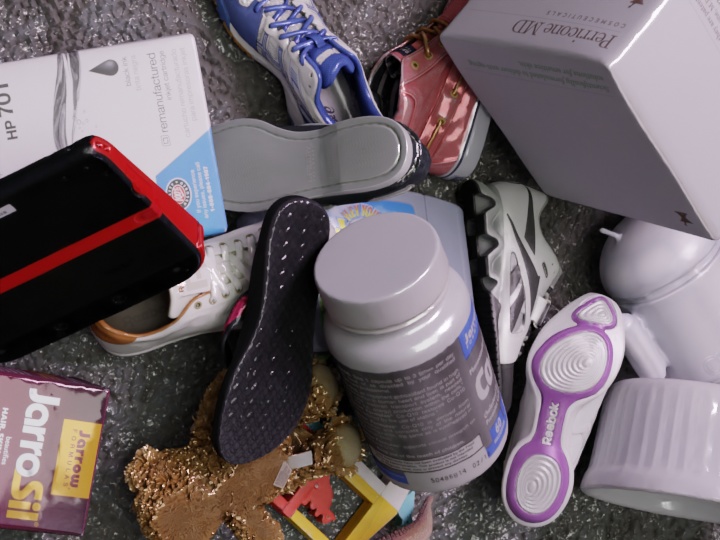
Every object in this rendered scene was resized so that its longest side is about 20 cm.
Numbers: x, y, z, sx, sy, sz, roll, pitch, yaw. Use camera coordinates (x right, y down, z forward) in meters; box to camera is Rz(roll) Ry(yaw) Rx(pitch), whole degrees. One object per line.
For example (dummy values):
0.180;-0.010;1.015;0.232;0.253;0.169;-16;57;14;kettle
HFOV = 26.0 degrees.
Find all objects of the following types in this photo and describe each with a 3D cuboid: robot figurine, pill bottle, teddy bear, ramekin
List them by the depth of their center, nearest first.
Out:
0.037;0.062;1.170;0.114;0.114;0.201;-38;133;-20;pill bottle
-0.087;0.146;1.200;0.200;0.067;0.145;-44;118;-15;teddy bear
0.292;0.156;1.327;0.199;0.200;0.098;16;76;-25;ramekin
0.283;0.022;1.361;0.170;0.113;0.201;-44;109;-28;robot figurine

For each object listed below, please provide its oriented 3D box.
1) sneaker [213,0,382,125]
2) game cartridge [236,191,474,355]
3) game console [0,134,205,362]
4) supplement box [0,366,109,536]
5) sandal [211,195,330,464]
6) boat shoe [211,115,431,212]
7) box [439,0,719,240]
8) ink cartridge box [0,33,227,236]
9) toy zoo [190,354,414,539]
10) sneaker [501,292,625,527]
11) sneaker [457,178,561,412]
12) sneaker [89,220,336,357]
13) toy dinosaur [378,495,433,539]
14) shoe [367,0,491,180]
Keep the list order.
-0.039;-0.175;1.218;0.075;0.088;0.201;-40;107;-20;sneaker
0.000;0.000;1.257;0.199;0.040;0.134;-2;77;-27;game cartridge
-0.218;-0.010;1.051;0.199;0.031;0.177;-25;147;11;game console
-0.291;0.119;1.107;0.199;0.086;0.111;11;86;-25;supplement box
-0.069;0.043;1.151;0.075;0.045;0.201;13;89;-42;sandal
-0.043;-0.076;1.187;0.060;0.199;0.076;18;76;-63;boat shoe
0.213;-0.162;1.218;0.172;0.199;0.200;-51;127;-14;box
-0.208;-0.081;1.123;0.199;0.086;0.148;-12;96;-14;ink cartridge box
-0.026;0.144;1.269;0.200;0.020;0.131;46;73;-19;toy zoo
0.162;0.113;1.317;0.074;0.100;0.201;22;88;2;sneaker
0.132;0.025;1.311;0.088;0.074;0.202;0;92;-23;sneaker
-0.106;0.011;1.161;0.199;0.085;0.073;-25;80;-6;sneaker
0.008;0.269;1.246;0.135;0.086;0.201;23;82;-19;toy dinosaur
0.067;-0.180;1.277;0.091;0.071;0.202;14;90;-30;shoe
